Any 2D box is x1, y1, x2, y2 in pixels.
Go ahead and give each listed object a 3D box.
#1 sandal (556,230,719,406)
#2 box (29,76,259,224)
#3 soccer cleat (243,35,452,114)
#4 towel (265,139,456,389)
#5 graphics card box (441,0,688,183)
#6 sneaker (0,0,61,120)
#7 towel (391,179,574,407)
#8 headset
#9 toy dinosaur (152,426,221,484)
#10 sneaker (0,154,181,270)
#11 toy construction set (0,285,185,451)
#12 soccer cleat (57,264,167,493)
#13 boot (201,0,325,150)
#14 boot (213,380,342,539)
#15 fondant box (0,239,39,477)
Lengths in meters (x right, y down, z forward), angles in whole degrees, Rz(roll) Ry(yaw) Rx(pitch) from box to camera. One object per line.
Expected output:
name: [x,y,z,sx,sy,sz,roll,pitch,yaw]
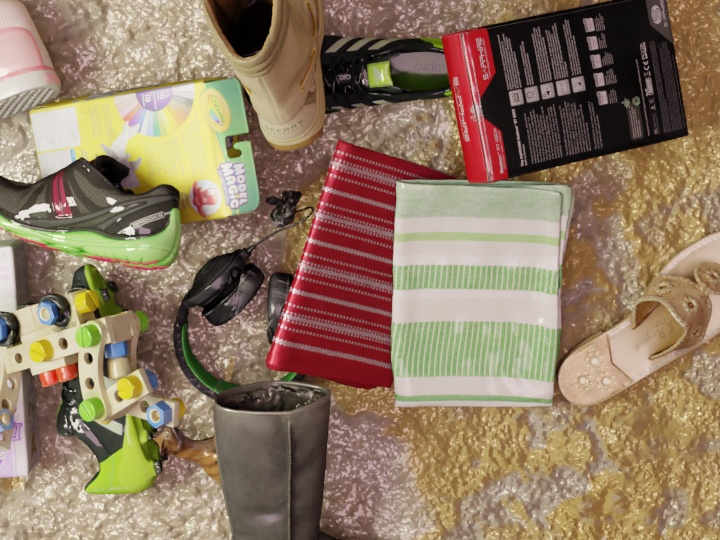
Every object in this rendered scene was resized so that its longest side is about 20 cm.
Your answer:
sandal: [0.261,0.048,1.696,0.211,0.070,0.078,-38,96,4]
box: [-0.174,-0.095,1.655,0.199,0.048,0.118,-6,98,27]
soccer cleat: [-0.001,-0.166,1.665,0.199,0.081,0.068,-6,97,1]
towel: [0.000,0.000,1.671,0.144,0.022,0.201,13,97,-45]
graphics card box: [0.171,-0.152,1.645,0.199,0.051,0.126,-15,97,-23]
sneaker: [-0.357,-0.166,1.673,0.199,0.075,0.105,-20,83,8]
towel: [0.102,0.022,1.689,0.151,0.023,0.201,0,109,-7]
headset: [-0.087,0.026,1.682,0.123,0.094,0.201,19,108,-3]
toy dinosaur: [-0.095,0.176,1.723,0.106,0.060,0.200,-45,116,6]
sneaker: [-0.229,-0.055,1.633,0.199,0.077,0.084,12,84,21]
toy construction set: [-0.246,0.086,1.623,0.199,0.092,0.132,-17,91,21]
soccer cleat: [-0.227,0.097,1.698,0.081,0.068,0.201,-12,99,7]
boot: [-0.081,-0.216,1.593,0.072,0.156,0.201,-10,64,11]
boot: [-0.039,0.189,1.681,0.181,0.073,0.201,-3,107,-19]
fondant box: [-0.357,0.078,1.706,0.143,0.058,0.201,-3,98,0]
